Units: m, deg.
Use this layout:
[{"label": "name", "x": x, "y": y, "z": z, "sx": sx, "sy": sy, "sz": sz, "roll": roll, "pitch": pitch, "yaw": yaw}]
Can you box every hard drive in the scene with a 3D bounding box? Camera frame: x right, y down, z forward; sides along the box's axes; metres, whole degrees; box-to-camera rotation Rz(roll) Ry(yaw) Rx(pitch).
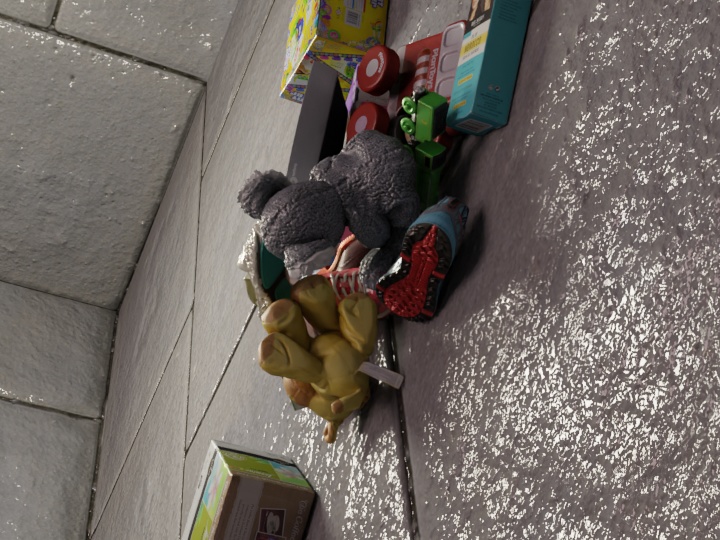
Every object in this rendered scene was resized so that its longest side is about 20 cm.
[{"label": "hard drive", "x": -0.058, "y": -0.170, "z": 1.714, "sx": 0.135, "sy": 0.042, "sz": 0.202, "roll": 71, "pitch": -152, "yaw": -64}]

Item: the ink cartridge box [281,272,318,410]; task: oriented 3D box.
[{"label": "ink cartridge box", "x": -0.098, "y": 0.086, "z": 1.812, "sx": 0.118, "sy": 0.067, "sz": 0.201, "roll": 75, "pitch": 178, "yaw": -51}]

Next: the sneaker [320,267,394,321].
[{"label": "sneaker", "x": -0.020, "y": 0.032, "z": 1.676, "sx": 0.199, "sy": 0.086, "sz": 0.075, "roll": -23, "pitch": 61, "yaw": 46}]

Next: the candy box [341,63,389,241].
[{"label": "candy box", "x": 0.006, "y": -0.166, "z": 1.808, "sx": 0.168, "sy": 0.071, "sz": 0.202, "roll": 111, "pitch": 166, "yaw": -53}]

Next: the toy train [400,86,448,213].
[{"label": "toy train", "x": 0.078, "y": -0.137, "z": 1.546, "sx": 0.042, "sy": 0.056, "sz": 0.201, "roll": -37, "pitch": -36, "yaw": -34}]

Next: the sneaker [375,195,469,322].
[{"label": "sneaker", "x": 0.085, "y": -0.013, "z": 1.504, "sx": 0.096, "sy": 0.079, "sz": 0.200, "roll": -53, "pitch": -5, "yaw": -36}]

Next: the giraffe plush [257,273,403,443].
[{"label": "giraffe plush", "x": -0.042, "y": 0.130, "z": 1.637, "sx": 0.173, "sy": 0.199, "sz": 0.163, "roll": -45, "pitch": -15, "yaw": -27}]

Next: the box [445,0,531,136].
[{"label": "box", "x": 0.157, "y": -0.269, "z": 1.500, "sx": 0.082, "sy": 0.049, "sz": 0.202, "roll": 165, "pitch": 118, "yaw": -70}]

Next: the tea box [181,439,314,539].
[{"label": "tea box", "x": -0.172, "y": 0.379, "z": 1.832, "sx": 0.197, "sy": 0.132, "sz": 0.202, "roll": -157, "pitch": 83, "yaw": -72}]

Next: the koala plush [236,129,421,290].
[{"label": "koala plush", "x": -0.040, "y": -0.072, "z": 1.524, "sx": 0.178, "sy": 0.199, "sz": 0.184, "roll": 57, "pitch": 147, "yaw": 25}]

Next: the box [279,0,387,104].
[{"label": "box", "x": -0.044, "y": -0.410, "z": 2.134, "sx": 0.193, "sy": 0.121, "sz": 0.202, "roll": 134, "pitch": 147, "yaw": -57}]

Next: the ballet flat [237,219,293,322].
[{"label": "ballet flat", "x": -0.128, "y": 0.008, "z": 1.629, "sx": 0.201, "sy": 0.071, "sz": 0.072, "roll": 79, "pitch": -174, "yaw": -45}]

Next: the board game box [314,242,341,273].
[{"label": "board game box", "x": -0.083, "y": 0.056, "z": 1.995, "sx": 0.200, "sy": 0.036, "sz": 0.153, "roll": 130, "pitch": 151, "yaw": -51}]

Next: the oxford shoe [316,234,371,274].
[{"label": "oxford shoe", "x": 0.000, "y": 0.000, "z": 1.770, "sx": 0.200, "sy": 0.071, "sz": 0.073, "roll": -49, "pitch": 60, "yaw": 46}]

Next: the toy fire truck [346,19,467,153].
[{"label": "toy fire truck", "x": 0.080, "y": -0.217, "z": 1.629, "sx": 0.167, "sy": 0.111, "sz": 0.202, "roll": -11, "pitch": 64, "yaw": 51}]
